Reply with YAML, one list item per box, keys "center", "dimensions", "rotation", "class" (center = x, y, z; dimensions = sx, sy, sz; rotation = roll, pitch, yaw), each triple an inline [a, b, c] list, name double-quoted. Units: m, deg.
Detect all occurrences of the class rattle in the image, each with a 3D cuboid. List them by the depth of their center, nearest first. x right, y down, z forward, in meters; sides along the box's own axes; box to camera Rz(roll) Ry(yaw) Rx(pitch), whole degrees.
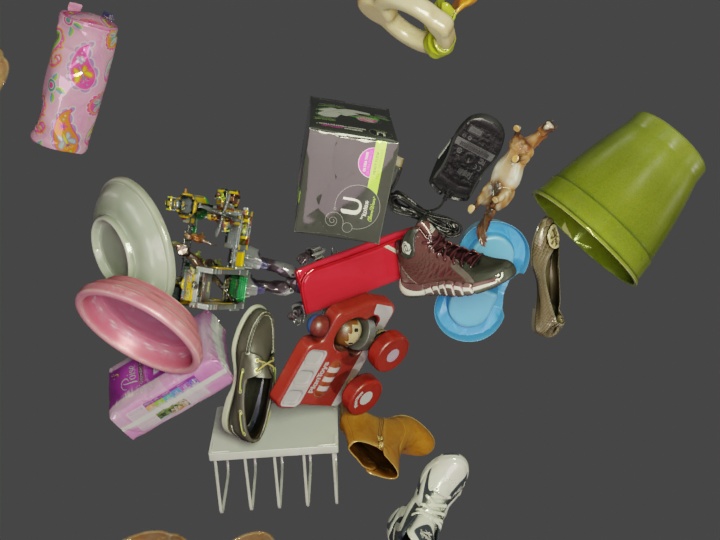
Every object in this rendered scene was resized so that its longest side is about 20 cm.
- center: [0.061, -0.394, 1.400]
  dimensions: [0.199, 0.130, 0.144]
  rotation: [30, 98, 15]
  class: "rattle"

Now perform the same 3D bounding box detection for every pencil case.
- center: [-0.402, -0.267, 1.426]
  dimensions: [0.086, 0.088, 0.202]
  rotation: [16, 109, -8]
  class: "pencil case"

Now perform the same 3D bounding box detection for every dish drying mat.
- center: [0.000, 0.000, 1.538]
  dimensions: [0.198, 0.018, 0.078]
  rotation: [-21, 117, -15]
  class: "dish drying mat"

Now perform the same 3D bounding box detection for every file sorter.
- center: [-0.130, 0.299, 1.621]
  dimensions: [0.197, 0.139, 0.126]
  rotation: [-4, 114, 0]
  class: "file sorter"

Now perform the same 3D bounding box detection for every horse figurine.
- center: [0.212, -0.136, 1.472]
  dimensions: [0.050, 0.132, 0.202]
  rotation: [30, 104, 13]
  class: "horse figurine"

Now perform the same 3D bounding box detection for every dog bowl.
- center: [0.184, 0.010, 1.567]
  dimensions: [0.110, 0.050, 0.202]
  rotation: [19, 110, -9]
  class: "dog bowl"

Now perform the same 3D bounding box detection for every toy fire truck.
- center: [-0.034, 0.124, 1.528]
  dimensions: [0.167, 0.112, 0.201]
  rotation: [9, 117, -50]
  class: "toy fire truck"

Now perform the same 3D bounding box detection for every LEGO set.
- center: [-0.237, -0.025, 1.460]
  dimensions: [0.152, 0.116, 0.202]
  rotation: [19, 97, 24]
  class: "LEGO set"

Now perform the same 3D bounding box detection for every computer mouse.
- center: [0.119, -0.158, 1.507]
  dimensions: [0.139, 0.046, 0.202]
  rotation: [21, 115, -7]
  class: "computer mouse"

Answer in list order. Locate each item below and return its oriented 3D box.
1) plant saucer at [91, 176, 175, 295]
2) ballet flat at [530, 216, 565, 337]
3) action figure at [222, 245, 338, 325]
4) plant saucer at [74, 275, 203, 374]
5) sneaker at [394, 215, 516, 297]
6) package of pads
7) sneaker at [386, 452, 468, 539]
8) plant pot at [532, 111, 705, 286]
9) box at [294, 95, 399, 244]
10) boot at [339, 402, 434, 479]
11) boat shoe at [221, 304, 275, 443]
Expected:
- center: [-0.341, -0.032, 1.464]
  dimensions: [0.050, 0.199, 0.203]
  rotation: [-22, 118, -39]
  class: "plant saucer"
- center: [0.292, 0.014, 1.559]
  dimensions: [0.046, 0.067, 0.202]
  rotation: [16, 121, 36]
  class: "ballet flat"
- center: [-0.108, 0.017, 1.551]
  dimensions: [0.197, 0.069, 0.132]
  rotation: [9, 106, -9]
  class: "action figure"
- center: [-0.309, 0.073, 1.450]
  dimensions: [0.198, 0.051, 0.201]
  rotation: [20, 150, 12]
  class: "plant saucer"
- center: [0.125, -0.026, 1.476]
  dimensions: [0.198, 0.075, 0.117]
  rotation: [-7, 107, 38]
  class: "sneaker"
- center: [-0.294, 0.160, 1.569]
  dimensions: [0.199, 0.121, 0.076]
  rotation: [-30, 129, 9]
  class: "package of pads"
- center: [0.116, 0.405, 1.672]
  dimensions: [0.079, 0.130, 0.199]
  rotation: [39, 105, -16]
  class: "sneaker"
- center: [0.386, -0.116, 1.464]
  dimensions: [0.200, 0.200, 0.193]
  rotation: [42, 92, -16]
  class: "plant pot"
- center: [-0.023, -0.144, 1.420]
  dimensions: [0.123, 0.200, 0.150]
  rotation: [8, 110, -5]
  class: "box"
- center: [0.048, 0.283, 1.607]
  dimensions: [0.200, 0.144, 0.071]
  rotation: [31, 109, -24]
  class: "boot"
- center: [-0.155, 0.155, 1.515]
  dimensions: [0.071, 0.060, 0.204]
  rotation: [2, 101, -45]
  class: "boat shoe"
